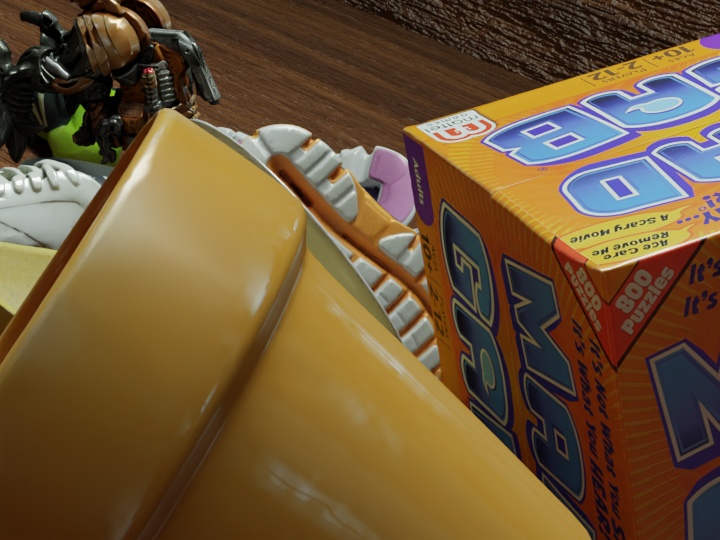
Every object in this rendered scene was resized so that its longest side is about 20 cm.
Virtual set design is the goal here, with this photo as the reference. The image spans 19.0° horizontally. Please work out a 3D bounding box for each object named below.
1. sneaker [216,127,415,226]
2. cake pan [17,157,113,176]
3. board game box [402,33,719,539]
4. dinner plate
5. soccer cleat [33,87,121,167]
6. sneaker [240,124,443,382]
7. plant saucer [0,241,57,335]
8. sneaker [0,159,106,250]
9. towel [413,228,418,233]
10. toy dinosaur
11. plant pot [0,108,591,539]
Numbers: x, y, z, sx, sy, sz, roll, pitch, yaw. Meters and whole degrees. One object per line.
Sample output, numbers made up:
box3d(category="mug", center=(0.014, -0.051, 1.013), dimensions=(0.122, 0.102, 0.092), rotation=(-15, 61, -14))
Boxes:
box3d(category="sneaker", center=(-0.053, -0.044, 1.500), dimensions=(0.200, 0.081, 0.088), rotation=(7, -19, 13))
box3d(category="cake pan", center=(-0.136, -0.025, 1.351), dimensions=(0.200, 0.037, 0.200), rotation=(18, 12, -4))
box3d(category="board game box", center=(0.160, 0.027, 0.975), dimensions=(0.200, 0.200, 0.200), rotation=(-18, 26, -16))
box3d(category="dinner plate", center=(-0.040, 0.005, 1.151), dimensions=(0.200, 0.024, 0.200), rotation=(48, -14, 16))
box3d(category="soccer cleat", center=(-0.220, -0.129, 1.598), dimensions=(0.067, 0.081, 0.200), rotation=(12, 13, -33))
box3d(category="sneaker", center=(0.000, 0.000, 1.222), dimensions=(0.200, 0.078, 0.077), rotation=(52, -13, -6))
box3d(category="plant saucer", center=(-0.096, 0.047, 1.042), dimensions=(0.200, 0.048, 0.200), rotation=(10, 14, -39))
box3d(category="sneaker", center=(-0.188, -0.025, 1.159), dimensions=(0.200, 0.081, 0.076), rotation=(10, 16, -32))
box3d(category="towel", center=(0.114, -0.015, 1.435), dimensions=(0.165, 0.086, 0.200), rotation=(-13, -3, 28))
box3d(category="toy dinosaur", center=(-0.151, -0.131, 1.297), dimensions=(0.136, 0.200, 0.102), rotation=(-17, -6, 38))
box3d(category="plant pot", center=(-0.039, 0.084, 0.652), dimensions=(0.183, 0.200, 0.200), rotation=(34, 9, -8))
